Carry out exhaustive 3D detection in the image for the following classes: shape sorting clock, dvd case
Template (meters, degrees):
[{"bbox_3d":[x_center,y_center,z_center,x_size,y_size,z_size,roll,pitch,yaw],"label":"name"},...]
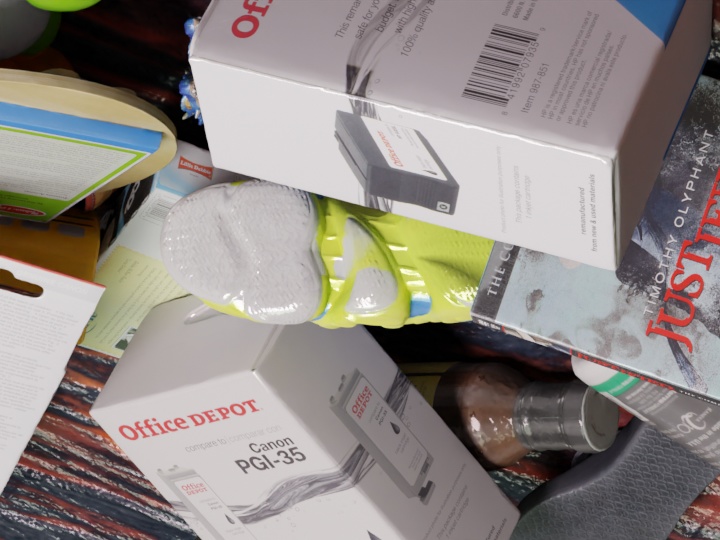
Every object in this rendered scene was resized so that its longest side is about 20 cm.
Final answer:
[{"bbox_3d":[-0.191,-0.069,1.357,0.198,0.040,0.200,-3,162,-1],"label":"shape sorting clock"},{"bbox_3d":[0.167,-0.013,1.255,0.199,0.147,0.022,19,174,13],"label":"dvd case"}]

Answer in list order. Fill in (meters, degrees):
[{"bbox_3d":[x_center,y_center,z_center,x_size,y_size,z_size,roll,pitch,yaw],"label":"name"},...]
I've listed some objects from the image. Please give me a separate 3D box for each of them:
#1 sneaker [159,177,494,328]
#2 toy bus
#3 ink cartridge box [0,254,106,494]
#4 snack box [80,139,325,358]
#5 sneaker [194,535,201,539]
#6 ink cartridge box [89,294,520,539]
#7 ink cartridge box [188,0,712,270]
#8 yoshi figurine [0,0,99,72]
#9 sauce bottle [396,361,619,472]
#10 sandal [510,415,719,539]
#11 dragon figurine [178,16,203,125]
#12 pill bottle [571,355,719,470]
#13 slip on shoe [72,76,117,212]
[{"bbox_3d":[0.000,0.000,1.394,0.199,0.076,0.105,7,173,18],"label":"sneaker"},{"bbox_3d":[-0.244,-0.012,1.460,0.199,0.078,0.066,9,108,-8],"label":"toy bus"},{"bbox_3d":[-0.212,0.040,1.413,0.108,0.051,0.200,17,134,-16],"label":"ink cartridge box"},{"bbox_3d":[-0.094,0.001,1.514,0.116,0.037,0.200,19,149,-17],"label":"snack box"},{"bbox_3d":[-0.078,0.132,1.674,0.114,0.076,0.199,36,142,-11],"label":"sneaker"},{"bbox_3d":[-0.032,0.106,1.489,0.146,0.083,0.200,-15,123,44],"label":"ink cartridge box"},{"bbox_3d":[0.044,-0.100,1.212,0.199,0.146,0.084,15,146,17],"label":"ink cartridge box"},{"bbox_3d":[-0.168,-0.138,1.348,0.111,0.113,0.200,20,145,-4],"label":"yoshi figurine"},{"bbox_3d":[0.052,0.084,1.526,0.199,0.065,0.065,-2,137,38],"label":"sauce bottle"},{"bbox_3d":[0.156,0.115,1.528,0.076,0.043,0.200,29,137,-16],"label":"sandal"},{"bbox_3d":[-0.016,-0.080,1.344,0.099,0.059,0.200,5,170,27],"label":"dragon figurine"},{"bbox_3d":[0.214,0.056,1.335,0.199,0.113,0.113,32,146,-9],"label":"pill bottle"},{"bbox_3d":[-0.214,-0.093,1.473,0.199,0.061,0.074,26,148,4],"label":"slip on shoe"}]
